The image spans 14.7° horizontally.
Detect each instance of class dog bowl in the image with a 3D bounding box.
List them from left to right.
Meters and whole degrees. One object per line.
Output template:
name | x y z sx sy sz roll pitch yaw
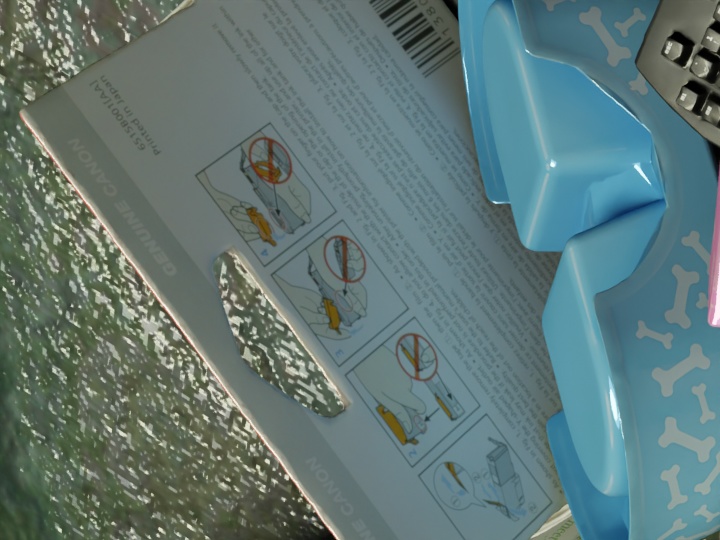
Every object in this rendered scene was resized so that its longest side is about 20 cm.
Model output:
dog bowl | 0.075 -0.012 0.822 0.112 0.049 0.201 98 160 -69

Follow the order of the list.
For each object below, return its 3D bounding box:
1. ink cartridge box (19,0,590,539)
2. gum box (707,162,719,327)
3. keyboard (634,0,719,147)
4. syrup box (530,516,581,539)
ink cartridge box | 0.000 0.000 0.870 0.200 0.173 0.044 53 139 -1
gum box | 0.190 -0.039 0.686 0.199 0.066 0.114 6 107 6
keyboard | 0.119 -0.127 0.729 0.104 0.040 0.201 35 114 32
syrup box | 0.088 0.141 0.958 0.199 0.079 0.082 18 128 31
